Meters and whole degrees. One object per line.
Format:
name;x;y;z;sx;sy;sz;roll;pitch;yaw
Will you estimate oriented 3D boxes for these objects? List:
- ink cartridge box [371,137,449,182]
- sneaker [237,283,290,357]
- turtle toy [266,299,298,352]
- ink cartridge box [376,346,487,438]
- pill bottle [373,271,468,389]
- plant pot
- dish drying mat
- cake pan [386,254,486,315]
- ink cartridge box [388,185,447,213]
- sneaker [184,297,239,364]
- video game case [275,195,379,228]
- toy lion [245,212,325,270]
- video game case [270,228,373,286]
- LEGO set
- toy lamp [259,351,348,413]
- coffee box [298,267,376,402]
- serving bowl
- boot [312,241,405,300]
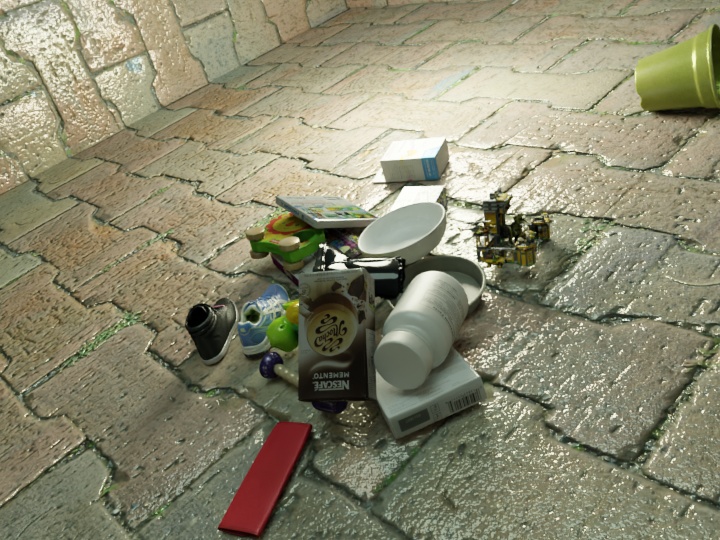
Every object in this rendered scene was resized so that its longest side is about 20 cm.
ink cartridge box;0.129;-0.297;1.714;0.197;0.069;0.116;0;37;26
sneaker;-0.196;0.085;1.304;0.075;0.078;0.201;-9;32;16
turtle toy;-0.087;0.097;1.207;0.197;0.103;0.146;-8;8;13
ink cartridge box;0.097;0.181;1.066;0.161;0.058;0.200;-23;19;-7
pill bottle;0.099;0.097;1.043;0.113;0.116;0.200;1;29;27
plant pot;0.790;-0.479;1.575;0.182;0.202;0.201;-4;33;40
dish drying mat;-0.143;0.319;0.991;0.076;0.018;0.201;-1;38;25
cake pan;0.148;0.042;1.238;0.197;0.037;0.201;-13;33;9
ink cartridge box;0.123;-0.126;1.483;0.108;0.051;0.201;2;38;27
sneaker;-0.307;0.093;1.326;0.070;0.100;0.201;-14;32;9
video game case;-0.077;-0.143;1.535;0.198;0.022;0.182;-5;26;-40
toy lion;-0.157;-0.085;1.491;0.198;0.070;0.191;17;38;42
video game case;-0.091;-0.034;1.464;0.180;0.036;0.200;-31;35;-18
LEGO set;0.297;-0.096;1.263;0.152;0.117;0.199;6;27;35
toy lamp;-0.100;0.196;1.114;0.198;0.059;0.058;18;47;41
coffee box;-0.036;0.107;1.019;0.111;0.080;0.203;-5;75;13
serving bowl;0.096;-0.066;1.357;0.198;0.066;0.201;-20;26;10
boot;0.000;0.000;1.180;0.165;0.078;0.200;0;18;1
